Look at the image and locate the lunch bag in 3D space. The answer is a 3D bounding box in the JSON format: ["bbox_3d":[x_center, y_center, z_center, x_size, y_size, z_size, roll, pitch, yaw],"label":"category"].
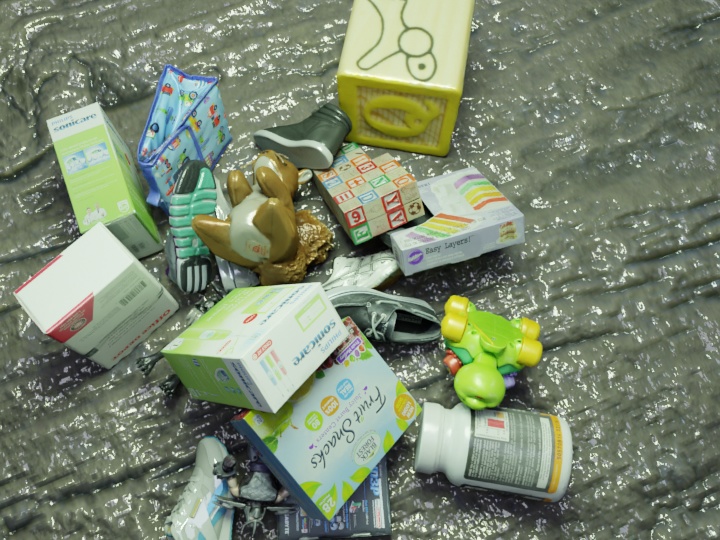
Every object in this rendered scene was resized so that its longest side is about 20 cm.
[{"bbox_3d":[-0.291,-0.190,1.024,0.093,0.151,0.201,16,65,6],"label":"lunch bag"}]

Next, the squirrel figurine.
[{"bbox_3d":[-0.130,-0.081,1.000,0.141,0.201,0.187,-17,37,23],"label":"squirrel figurine"}]

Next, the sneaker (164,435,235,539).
[{"bbox_3d":[-0.220,0.327,0.883,0.080,0.076,0.202,10,68,-28],"label":"sneaker"}]

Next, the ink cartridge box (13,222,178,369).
[{"bbox_3d":[-0.365,0.043,0.931,0.145,0.200,0.084,-43,73,-13],"label":"ink cartridge box"}]

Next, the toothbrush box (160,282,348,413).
[{"bbox_3d":[-0.138,0.094,0.834,0.146,0.199,0.087,-44,116,-35],"label":"toothbrush box"}]

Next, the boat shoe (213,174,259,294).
[{"bbox_3d":[-0.206,-0.064,1.034,0.065,0.072,0.202,-14,72,-9],"label":"boat shoe"}]

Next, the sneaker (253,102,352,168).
[{"bbox_3d":[-0.089,-0.223,1.058,0.199,0.071,0.099,16,62,45],"label":"sneaker"}]

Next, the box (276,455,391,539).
[{"bbox_3d":[-0.040,0.275,0.926,0.157,0.046,0.202,-4,71,0],"label":"box"}]

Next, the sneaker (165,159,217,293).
[{"bbox_3d":[-0.272,-0.070,0.990,0.087,0.074,0.202,16,103,44],"label":"sneaker"}]

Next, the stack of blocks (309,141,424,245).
[{"bbox_3d":[0.004,-0.129,1.002,0.114,0.059,0.200,-25,35,-7],"label":"stack of blocks"}]

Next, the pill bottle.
[{"bbox_3d":[0.179,0.244,0.896,0.198,0.117,0.117,9,71,3],"label":"pill bottle"}]

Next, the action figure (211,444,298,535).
[{"bbox_3d":[-0.129,0.247,0.870,0.129,0.069,0.202,14,72,-22],"label":"action figure"}]

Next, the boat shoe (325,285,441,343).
[{"bbox_3d":[0.028,0.073,0.946,0.198,0.068,0.072,10,108,-23],"label":"boat shoe"}]

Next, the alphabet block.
[{"bbox_3d":[0.073,-0.331,1.056,0.194,0.197,0.202,10,71,6],"label":"alphabet block"}]

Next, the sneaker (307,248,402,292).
[{"bbox_3d":[0.000,0.000,1.005,0.199,0.076,0.088,-37,74,-12],"label":"sneaker"}]

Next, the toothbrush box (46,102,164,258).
[{"bbox_3d":[-0.393,-0.129,1.011,0.086,0.146,0.201,-24,71,-8],"label":"toothbrush box"}]

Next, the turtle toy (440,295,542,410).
[{"bbox_3d":[0.175,0.120,0.920,0.145,0.200,0.102,18,110,7],"label":"turtle toy"}]

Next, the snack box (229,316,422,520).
[{"bbox_3d":[-0.040,0.190,0.853,0.200,0.068,0.169,-41,96,-31],"label":"snack box"}]

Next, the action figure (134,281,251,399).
[{"bbox_3d":[-0.222,0.101,0.955,0.200,0.102,0.119,-40,109,-9],"label":"action figure"}]

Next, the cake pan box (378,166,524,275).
[{"bbox_3d":[0.121,-0.080,0.993,0.198,0.053,0.185,-15,33,-6],"label":"cake pan box"}]
